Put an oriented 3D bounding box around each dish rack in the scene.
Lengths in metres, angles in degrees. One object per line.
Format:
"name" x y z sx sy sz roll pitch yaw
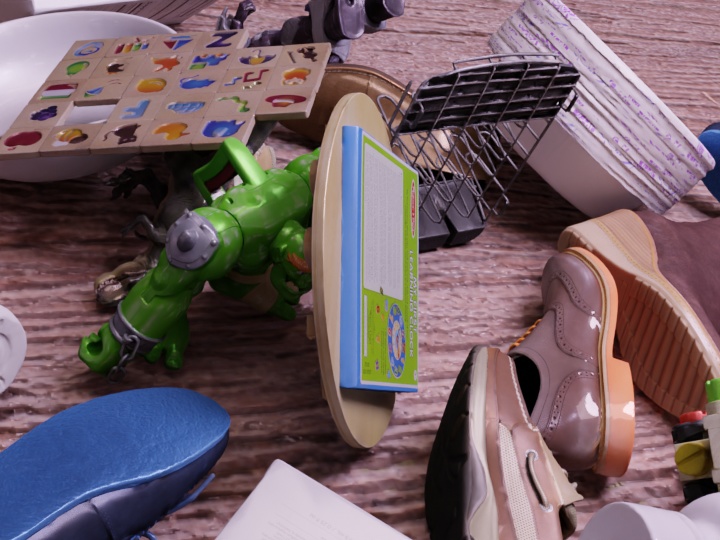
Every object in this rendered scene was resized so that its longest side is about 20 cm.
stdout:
"dish rack" 0.055 -0.082 0.809 0.153 0.200 0.055 -12 59 -32

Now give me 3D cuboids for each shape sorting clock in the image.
"shape sorting clock" 0.000 0.000 0.672 0.039 0.201 0.200 -2 30 18

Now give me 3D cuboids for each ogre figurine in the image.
"ogre figurine" -0.076 -0.012 0.712 0.199 0.120 0.099 -10 61 -35

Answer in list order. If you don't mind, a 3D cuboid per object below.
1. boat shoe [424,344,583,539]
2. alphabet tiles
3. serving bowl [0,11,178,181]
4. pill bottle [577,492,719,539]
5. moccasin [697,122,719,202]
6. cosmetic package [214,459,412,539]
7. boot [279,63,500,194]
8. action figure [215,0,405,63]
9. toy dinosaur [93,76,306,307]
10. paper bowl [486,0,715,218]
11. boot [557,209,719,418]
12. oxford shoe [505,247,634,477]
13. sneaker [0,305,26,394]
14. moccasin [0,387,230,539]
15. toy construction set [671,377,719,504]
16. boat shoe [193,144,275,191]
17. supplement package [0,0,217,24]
"boat shoe" 0.078 0.128 0.629 0.073 0.076 0.201 15 42 -7
"alphabet tiles" -0.123 -0.122 0.779 0.198 0.008 0.168 -1 35 10
"serving bowl" -0.221 -0.121 0.861 0.199 0.066 0.201 -2 37 2
"pill bottle" 0.202 0.167 0.549 0.199 0.112 0.112 14 33 -16
"moccasin" 0.372 -0.060 0.983 0.200 0.081 0.068 38 54 11
"cosmetic package" 0.002 0.192 0.485 0.199 0.052 0.151 28 54 20
"boot" 0.015 -0.110 0.946 0.199 0.074 0.076 16 44 -1
"action figure" -0.047 -0.197 0.978 0.130 0.070 0.199 -11 -3 -38
"toy dinosaur" -0.119 -0.064 0.784 0.088 0.047 0.200 33 81 25
"paper bowl" 0.179 -0.121 0.940 0.200 0.104 0.201 41 14 -12
"boot" 0.251 0.023 0.831 0.165 0.073 0.200 -2 41 -27
"oxford shoe" 0.127 0.047 0.758 0.072 0.072 0.200 4 33 0
"sneaker" -0.291 0.050 0.607 0.146 0.081 0.200 23 38 28
"moccasin" -0.147 0.118 0.564 0.080 0.069 0.199 28 35 33
"toy construction set" 0.248 0.106 0.648 0.130 0.200 0.093 -16 55 29
"boat shoe" -0.094 -0.085 0.870 0.076 0.072 0.201 21 38 -35
"supplement package" -0.225 -0.271 1.014 0.199 0.115 0.109 -18 5 -37
